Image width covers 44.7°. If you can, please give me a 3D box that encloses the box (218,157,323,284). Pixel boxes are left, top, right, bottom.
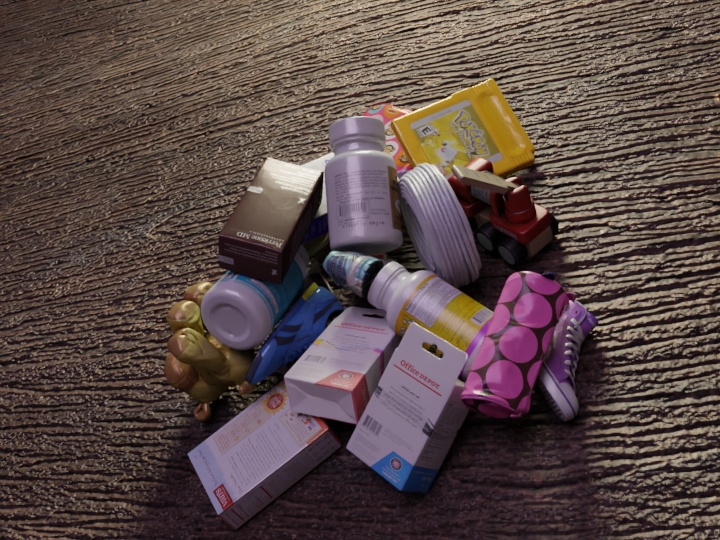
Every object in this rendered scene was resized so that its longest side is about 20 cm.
[{"bbox_3d":[-0.133,-0.079,1.323,0.100,0.075,0.200,15,46,7],"label":"box"}]

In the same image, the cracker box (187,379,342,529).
[{"bbox_3d":[-0.144,0.268,1.304,0.200,0.058,0.134,-37,44,-5],"label":"cracker box"}]

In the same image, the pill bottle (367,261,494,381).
[{"bbox_3d":[0.110,0.069,1.263,0.200,0.104,0.104,34,72,22],"label":"pill bottle"}]

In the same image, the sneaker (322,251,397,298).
[{"bbox_3d":[0.000,0.000,1.356,0.086,0.200,0.078,24,87,16],"label":"sneaker"}]

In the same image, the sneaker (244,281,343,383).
[{"bbox_3d":[-0.097,0.106,1.339,0.078,0.066,0.200,39,59,-1],"label":"sneaker"}]

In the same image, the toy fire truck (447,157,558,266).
[{"bbox_3d":[0.191,-0.118,1.339,0.129,0.200,0.176,-38,45,-15],"label":"toy fire truck"}]

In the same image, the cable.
[{"bbox_3d":[0.118,-0.068,1.345,0.069,0.200,0.200,-23,45,-3],"label":"cable"}]

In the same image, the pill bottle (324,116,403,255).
[{"bbox_3d":[0.002,-0.131,1.366,0.114,0.114,0.200,-9,79,22],"label":"pill bottle"}]

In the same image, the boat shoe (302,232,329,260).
[{"bbox_3d":[-0.085,-0.083,1.510,0.072,0.076,0.200,-1,30,25],"label":"boat shoe"}]

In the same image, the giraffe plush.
[{"bbox_3d":[-0.242,0.143,1.394,0.162,0.200,0.173,-41,13,39],"label":"giraffe plush"}]

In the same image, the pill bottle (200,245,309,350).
[{"bbox_3d":[-0.152,0.026,1.354,0.111,0.111,0.200,-1,30,28],"label":"pill bottle"}]

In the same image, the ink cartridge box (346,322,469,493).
[{"bbox_3d":[0.079,0.186,1.195,0.116,0.068,0.200,30,94,41],"label":"ink cartridge box"}]

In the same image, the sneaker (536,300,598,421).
[{"bbox_3d":[0.282,0.107,1.201,0.114,0.073,0.201,-22,46,6],"label":"sneaker"}]

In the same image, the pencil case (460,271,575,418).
[{"bbox_3d":[0.206,0.099,1.141,0.094,0.091,0.200,21,71,12],"label":"pencil case"}]

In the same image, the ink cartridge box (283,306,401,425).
[{"bbox_3d":[-0.012,0.135,1.306,0.116,0.068,0.200,7,34,28],"label":"ink cartridge box"}]

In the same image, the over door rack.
[{"bbox_3d":[-0.110,0.057,1.459,0.148,0.067,0.200,-34,45,-1],"label":"over door rack"}]

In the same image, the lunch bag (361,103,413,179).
[{"bbox_3d":[0.049,-0.209,1.587,0.200,0.082,0.176,27,69,40],"label":"lunch bag"}]

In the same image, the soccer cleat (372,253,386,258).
[{"bbox_3d":[0.004,-0.052,1.503,0.076,0.067,0.200,-34,40,46],"label":"soccer cleat"}]

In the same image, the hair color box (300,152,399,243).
[{"bbox_3d":[-0.046,-0.133,1.465,0.200,0.065,0.109,-25,62,-16],"label":"hair color box"}]

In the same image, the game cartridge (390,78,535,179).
[{"bbox_3d":[0.177,-0.221,1.494,0.200,0.032,0.176,-25,70,-6],"label":"game cartridge"}]
